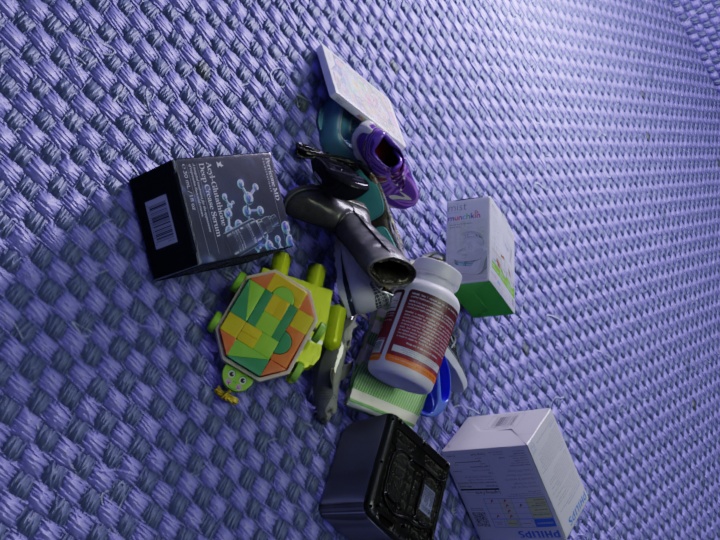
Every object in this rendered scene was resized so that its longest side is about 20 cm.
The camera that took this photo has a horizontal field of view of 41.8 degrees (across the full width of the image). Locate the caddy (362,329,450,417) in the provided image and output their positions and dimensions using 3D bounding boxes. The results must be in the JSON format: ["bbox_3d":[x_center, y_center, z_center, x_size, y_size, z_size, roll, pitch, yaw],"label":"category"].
[{"bbox_3d":[0.091,0.161,1.661,0.141,0.104,0.203,-27,99,-52],"label":"caddy"}]

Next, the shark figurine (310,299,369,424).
[{"bbox_3d":[-0.054,0.124,1.528,0.129,0.088,0.217,75,30,-61],"label":"shark figurine"}]

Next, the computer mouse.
[{"bbox_3d":[-0.024,-0.151,1.579,0.139,0.200,0.047,13,108,-33],"label":"computer mouse"}]

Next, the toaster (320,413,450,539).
[{"bbox_3d":[0.045,0.362,1.532,0.181,0.118,0.202,43,48,-32],"label":"toaster"}]

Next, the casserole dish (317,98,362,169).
[{"bbox_3d":[0.000,-0.238,1.734,0.199,0.038,0.123,33,54,-39],"label":"casserole dish"}]

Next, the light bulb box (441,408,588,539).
[{"bbox_3d":[0.288,0.383,1.759,0.125,0.196,0.202,-38,109,-47],"label":"light bulb box"}]

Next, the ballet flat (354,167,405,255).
[{"bbox_3d":[0.028,-0.090,1.711,0.072,0.071,0.203,-30,102,-50],"label":"ballet flat"}]

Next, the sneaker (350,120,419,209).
[{"bbox_3d":[0.053,-0.177,1.692,0.081,0.083,0.200,-48,132,-11],"label":"sneaker"}]

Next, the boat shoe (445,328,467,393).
[{"bbox_3d":[0.151,0.135,1.771,0.068,0.073,0.200,-41,102,-33],"label":"boat shoe"}]

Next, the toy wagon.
[{"bbox_3d":[-0.147,0.102,1.385,0.154,0.040,0.202,31,72,-5],"label":"toy wagon"}]

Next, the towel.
[{"bbox_3d":[0.059,0.151,1.578,0.151,0.023,0.203,25,73,-25],"label":"towel"}]

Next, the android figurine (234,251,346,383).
[{"bbox_3d":[-0.112,0.073,1.455,0.180,0.041,0.203,20,62,-16],"label":"android figurine"}]

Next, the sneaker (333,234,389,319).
[{"bbox_3d":[0.000,0.000,1.577,0.201,0.079,0.077,-100,173,-47],"label":"sneaker"}]

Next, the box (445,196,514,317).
[{"bbox_3d":[0.242,-0.024,1.870,0.200,0.095,0.179,41,47,-59],"label":"box"}]

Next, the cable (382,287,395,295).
[{"bbox_3d":[0.028,-0.026,1.669,0.097,0.050,0.202,60,8,-75],"label":"cable"}]

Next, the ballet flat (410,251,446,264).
[{"bbox_3d":[0.130,0.003,1.796,0.199,0.062,0.068,-21,95,-52],"label":"ballet flat"}]

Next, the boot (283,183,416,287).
[{"bbox_3d":[-0.020,-0.053,1.523,0.179,0.073,0.201,7,36,-28],"label":"boot"}]

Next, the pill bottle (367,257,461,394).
[{"bbox_3d":[0.094,0.088,1.526,0.113,0.112,0.202,35,69,-38],"label":"pill bottle"}]

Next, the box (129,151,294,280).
[{"bbox_3d":[-0.212,-0.081,1.370,0.199,0.106,0.151,-14,89,-52],"label":"box"}]

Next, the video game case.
[{"bbox_3d":[0.002,-0.316,1.733,0.199,0.018,0.144,31,32,-41],"label":"video game case"}]
